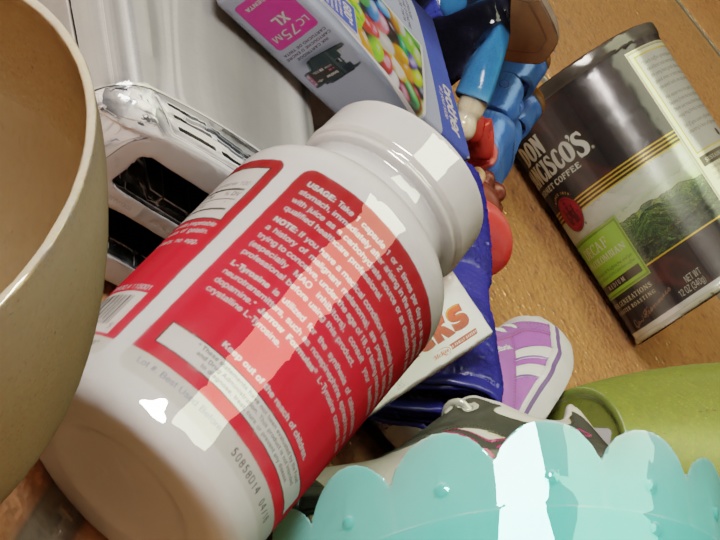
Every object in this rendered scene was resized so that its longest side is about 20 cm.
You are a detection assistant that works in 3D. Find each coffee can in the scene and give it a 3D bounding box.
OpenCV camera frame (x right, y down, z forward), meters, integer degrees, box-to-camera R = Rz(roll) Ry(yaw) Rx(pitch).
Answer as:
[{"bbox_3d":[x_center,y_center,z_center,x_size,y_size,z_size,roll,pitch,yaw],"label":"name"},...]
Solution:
[{"bbox_3d":[0.219,-0.067,1.342,0.201,0.146,0.146,57,25,7],"label":"coffee can"}]

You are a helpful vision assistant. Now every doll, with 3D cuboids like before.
[{"bbox_3d":[0.035,-0.131,1.030,0.048,0.199,0.138,34,29,-55],"label":"doll"}]

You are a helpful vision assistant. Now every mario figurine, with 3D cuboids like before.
[{"bbox_3d":[0.054,-0.074,1.115,0.124,0.105,0.201,54,42,-28],"label":"mario figurine"}]

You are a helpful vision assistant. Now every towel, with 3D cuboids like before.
[{"bbox_3d":[0.000,0.000,0.936,0.146,0.050,0.201,14,39,-11],"label":"towel"}]

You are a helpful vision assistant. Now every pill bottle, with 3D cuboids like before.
[{"bbox_3d":[-0.036,0.021,0.722,0.112,0.112,0.200,49,57,-10],"label":"pill bottle"}]

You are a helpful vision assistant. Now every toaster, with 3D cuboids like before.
[{"bbox_3d":[-0.094,-0.065,0.832,0.199,0.113,0.130,33,35,-42],"label":"toaster"}]

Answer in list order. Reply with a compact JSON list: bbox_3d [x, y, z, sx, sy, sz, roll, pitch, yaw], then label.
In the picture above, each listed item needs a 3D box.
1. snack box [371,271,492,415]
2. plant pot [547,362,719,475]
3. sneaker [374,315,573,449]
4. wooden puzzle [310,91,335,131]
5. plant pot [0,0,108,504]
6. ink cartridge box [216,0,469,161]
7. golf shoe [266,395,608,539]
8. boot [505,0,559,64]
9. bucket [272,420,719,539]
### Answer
[{"bbox_3d":[-0.026,0.045,0.808,0.199,0.024,0.072,-30,84,-37],"label":"snack box"},{"bbox_3d":[0.198,0.131,1.045,0.198,0.187,0.189,15,43,-35],"label":"plant pot"},{"bbox_3d":[0.057,0.049,1.003,0.114,0.072,0.201,48,25,-5],"label":"sneaker"},{"bbox_3d":[-0.075,-0.167,0.984,0.183,0.037,0.201,12,43,-16],"label":"wooden puzzle"},{"bbox_3d":[-0.165,0.018,0.544,0.135,0.198,0.202,81,0,-46],"label":"plant pot"},{"bbox_3d":[-0.004,-0.124,0.895,0.200,0.042,0.120,43,26,-40],"label":"ink cartridge box"},{"bbox_3d":[0.037,0.108,0.831,0.198,0.078,0.089,4,45,-23],"label":"golf shoe"},{"bbox_3d":[0.057,-0.220,1.149,0.199,0.070,0.146,40,23,-2],"label":"boot"},{"bbox_3d":[0.063,0.168,0.713,0.206,0.206,0.136,29,45,-42],"label":"bucket"}]
